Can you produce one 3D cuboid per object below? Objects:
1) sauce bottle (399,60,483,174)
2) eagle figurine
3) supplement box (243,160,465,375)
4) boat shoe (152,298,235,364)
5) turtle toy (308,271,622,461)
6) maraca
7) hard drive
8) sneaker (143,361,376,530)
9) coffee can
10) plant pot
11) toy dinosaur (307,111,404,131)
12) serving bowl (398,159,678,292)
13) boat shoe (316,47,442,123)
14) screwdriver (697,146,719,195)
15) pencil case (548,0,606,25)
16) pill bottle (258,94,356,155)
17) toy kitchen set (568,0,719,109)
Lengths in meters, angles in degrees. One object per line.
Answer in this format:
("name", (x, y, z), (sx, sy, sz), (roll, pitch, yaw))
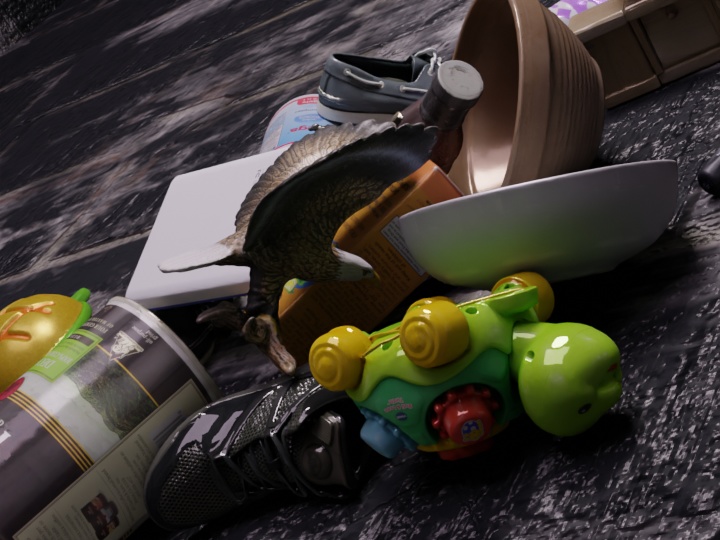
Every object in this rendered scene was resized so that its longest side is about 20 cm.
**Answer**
("sauce bottle", (0.047, -0.098, 1.315), (0.066, 0.066, 0.201), (-51, -5, -40))
("eagle figurine", (-0.036, -0.035, 1.164), (0.151, 0.150, 0.202), (26, 94, 33))
("supplement box", (0.000, 0.000, 1.251), (0.200, 0.069, 0.067), (-45, 21, 1))
("boat shoe", (-0.151, 0.023, 1.426), (0.074, 0.067, 0.200), (19, 33, 12))
("turtle toy", (0.072, 0.064, 0.992), (0.199, 0.102, 0.145), (-16, 0, 39))
("maraca", (-0.307, 0.076, 1.504), (0.137, 0.107, 0.200), (-37, 16, 6))
("hard drive", (-0.116, -0.035, 1.340), (0.199, 0.025, 0.133), (-9, 54, 49))
("sneaker", (-0.063, 0.127, 1.087), (0.198, 0.077, 0.114), (-26, 15, 1))
("coffee can", (-0.212, 0.138, 1.176), (0.200, 0.147, 0.146), (-42, 23, -24))
("plant pot", (0.138, -0.127, 1.279), (0.092, 0.203, 0.201), (5, 15, -14))
("toy dinosaur", (-0.010, -0.074, 1.319), (0.047, 0.201, 0.088), (-13, 48, -35))
("serving bowl", (0.128, -0.024, 1.097), (0.198, 0.067, 0.200), (-11, -3, -1))
("boat shoe", (0.057, -0.178, 1.497), (0.198, 0.062, 0.073), (-3, 26, -12))
("screwdriver", (0.318, -0.124, 1.158), (0.200, 0.028, 0.029), (-43, -6, -15))
("pencil case", (0.161, -0.182, 1.445), (0.199, 0.084, 0.086), (-37, 56, -4))
("pill bottle", (-0.047, -0.083, 1.479), (0.108, 0.109, 0.201), (-26, 22, 15))
("toy kitchen set", (0.248, -0.216, 1.275), (0.198, 0.164, 0.181), (-22, 23, 26))
